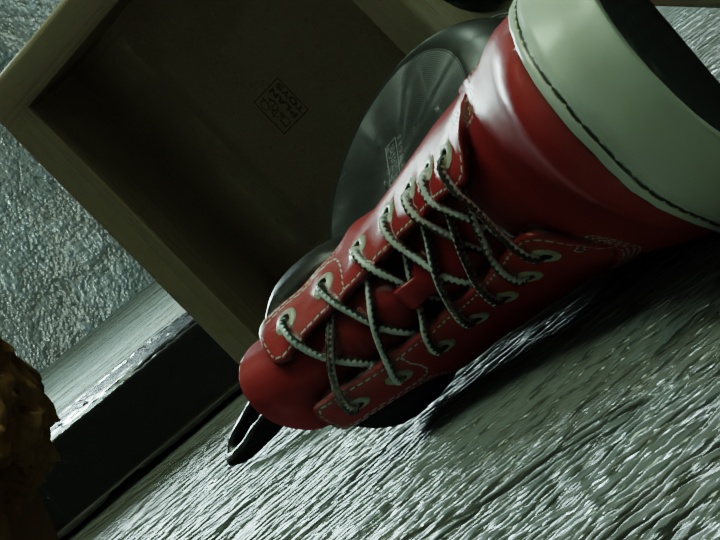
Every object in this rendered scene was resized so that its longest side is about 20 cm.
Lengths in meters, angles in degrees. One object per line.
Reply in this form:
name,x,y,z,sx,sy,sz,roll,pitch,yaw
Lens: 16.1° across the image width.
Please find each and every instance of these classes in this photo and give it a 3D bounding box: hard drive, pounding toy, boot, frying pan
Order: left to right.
hard drive,-0.118,0.076,1.143,0.200,0.038,0.140,-39,4,-27
frying pan,0.003,-0.016,0.799,0.190,0.031,0.115,-28,46,53
pounding toy,0.014,-0.080,0.897,0.200,0.184,0.142,-44,2,36
boot,0.025,-0.005,0.608,0.144,0.073,0.200,-38,-4,7

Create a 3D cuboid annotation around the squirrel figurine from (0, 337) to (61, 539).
squirrel figurine,-0.173,0.100,0.716,0.187,0.142,0.200,-49,8,-38
